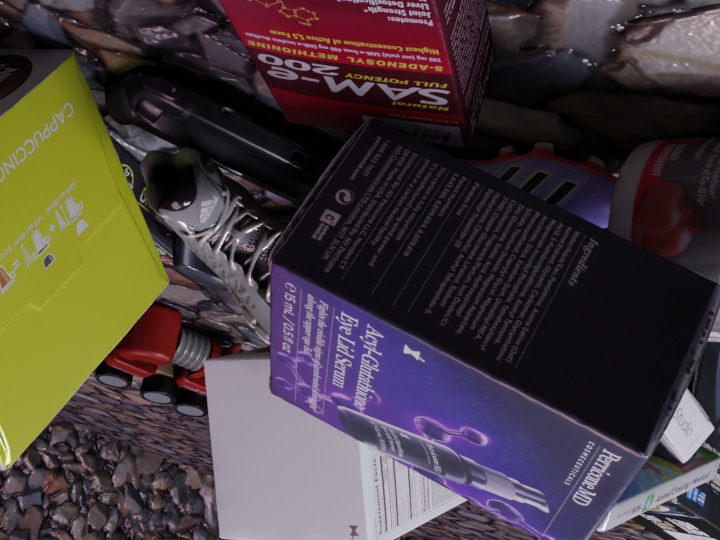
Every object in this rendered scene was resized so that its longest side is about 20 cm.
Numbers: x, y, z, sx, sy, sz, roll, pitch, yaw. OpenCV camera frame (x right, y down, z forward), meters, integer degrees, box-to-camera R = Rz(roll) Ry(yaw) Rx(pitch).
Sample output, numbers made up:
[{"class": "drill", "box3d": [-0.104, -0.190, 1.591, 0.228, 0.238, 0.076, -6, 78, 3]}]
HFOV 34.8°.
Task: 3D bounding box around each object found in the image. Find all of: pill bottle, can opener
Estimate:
[{"class": "pill bottle", "box3d": [0.237, -0.015, 0.585, 0.199, 0.111, 0.111, 2, 158, 37]}, {"class": "can opener", "box3d": [-0.101, -0.015, 0.975, 0.063, 0.079, 0.200, 6, 171, 31]}]

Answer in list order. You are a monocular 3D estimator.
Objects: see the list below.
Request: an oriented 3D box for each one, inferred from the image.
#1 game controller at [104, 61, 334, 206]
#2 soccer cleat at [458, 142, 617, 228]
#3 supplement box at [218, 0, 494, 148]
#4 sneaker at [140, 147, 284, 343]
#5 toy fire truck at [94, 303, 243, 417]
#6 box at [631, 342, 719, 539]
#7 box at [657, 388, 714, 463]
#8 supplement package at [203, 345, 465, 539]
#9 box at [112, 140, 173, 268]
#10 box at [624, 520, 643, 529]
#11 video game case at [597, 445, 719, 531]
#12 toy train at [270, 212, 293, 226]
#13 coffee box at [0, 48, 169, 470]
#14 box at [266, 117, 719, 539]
[{"class": "game controller", "box3d": [-0.078, -0.085, 0.790, 0.199, 0.042, 0.104, 26, 175, -29]}, {"class": "soccer cleat", "box3d": [0.070, -0.039, 0.717, 0.199, 0.077, 0.067, 10, 163, 21]}, {"class": "supplement box", "box3d": [-0.004, -0.130, 0.524, 0.108, 0.061, 0.200, 10, 164, 16]}, {"class": "sneaker", "box3d": [-0.076, -0.014, 0.731, 0.200, 0.075, 0.115, 37, 176, 29]}, {"class": "toy fire truck", "box3d": [-0.204, 0.109, 1.379, 0.176, 0.129, 0.200, 28, 148, -33]}, {"class": "box", "box3d": [0.261, 0.122, 0.904, 0.086, 0.164, 0.200, 1, 157, 40]}, {"class": "box", "box3d": [0.125, 0.036, 0.757, 0.200, 0.036, 0.144, 30, 166, 51]}, {"class": "supplement package", "box3d": [-0.008, 0.134, 0.979, 0.151, 0.151, 0.200, -4, -178, 33]}, {"class": "box", "box3d": [-0.240, -0.067, 0.953, 0.161, 0.049, 0.200, 9, 160, 28]}, {"class": "box", "box3d": [0.170, 0.127, 0.997, 0.163, 0.021, 0.200, 31, -158, -54]}, {"class": "video game case", "box3d": [0.115, 0.099, 0.758, 0.200, 0.022, 0.182, 26, -164, 33]}, {"class": "toy train", "box3d": [0.000, 0.000, 0.905, 0.199, 0.085, 0.114, -3, 145, 46]}, {"class": "coffee box", "box3d": [-0.286, -0.018, 0.780, 0.197, 0.200, 0.201, 7, 131, 28]}, {"class": "box", "box3d": [0.060, 0.038, 0.596, 0.199, 0.104, 0.148, 27, 150, 13]}]
